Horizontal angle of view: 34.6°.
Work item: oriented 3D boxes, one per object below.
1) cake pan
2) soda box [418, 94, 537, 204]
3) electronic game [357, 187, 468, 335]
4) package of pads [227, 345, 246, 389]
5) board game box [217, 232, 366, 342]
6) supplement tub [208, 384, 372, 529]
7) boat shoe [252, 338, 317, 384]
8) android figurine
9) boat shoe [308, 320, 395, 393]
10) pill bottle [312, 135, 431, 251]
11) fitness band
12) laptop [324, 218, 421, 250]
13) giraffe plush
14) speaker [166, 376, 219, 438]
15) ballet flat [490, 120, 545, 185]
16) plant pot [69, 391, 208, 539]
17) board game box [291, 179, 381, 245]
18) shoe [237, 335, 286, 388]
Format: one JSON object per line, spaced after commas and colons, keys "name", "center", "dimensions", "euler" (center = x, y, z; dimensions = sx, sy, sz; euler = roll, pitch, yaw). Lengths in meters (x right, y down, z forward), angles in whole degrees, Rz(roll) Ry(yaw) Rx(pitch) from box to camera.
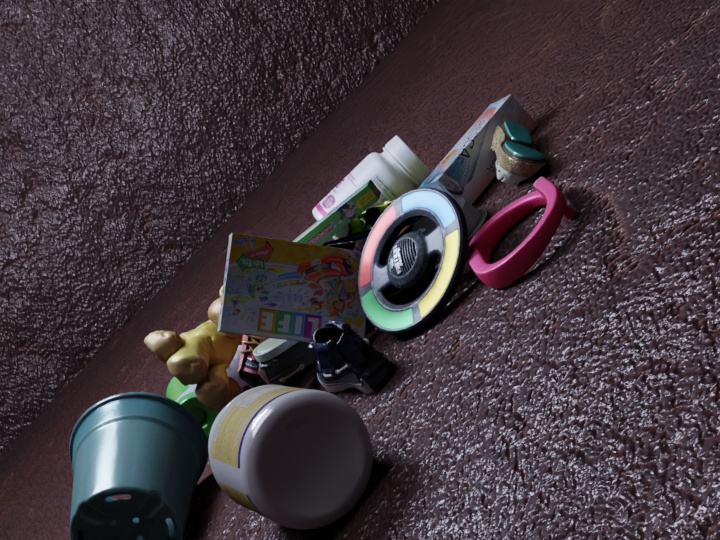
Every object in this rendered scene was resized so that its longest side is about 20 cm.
{"name": "cake pan", "center": [0.089, -0.036, 1.641], "dimensions": [0.200, 0.037, 0.200], "euler": [-37, 11, 8]}
{"name": "soda box", "center": [0.180, -0.174, 1.753], "dimensions": [0.200, 0.068, 0.064], "euler": [-50, 14, -23]}
{"name": "electronic game", "center": [0.066, -0.013, 1.511], "dimensions": [0.200, 0.042, 0.200], "euler": [-25, 56, 43]}
{"name": "package of pads", "center": [-0.155, 0.110, 1.902], "dimensions": [0.200, 0.076, 0.121], "euler": [-37, 14, 31]}
{"name": "board game box", "center": [-0.088, 0.029, 1.583], "dimensions": [0.034, 0.200, 0.135], "euler": [159, 118, -76]}
{"name": "supplement tub", "center": [-0.085, 0.200, 1.275], "dimensions": [0.145, 0.145, 0.200], "euler": [-49, 14, -16]}
{"name": "boat shoe", "center": [-0.056, 0.096, 1.660], "dimensions": [0.201, 0.061, 0.072], "euler": [-28, 15, -17]}
{"name": "android figurine", "center": [0.044, -0.091, 1.824], "dimensions": [0.182, 0.041, 0.200], "euler": [-20, 1, 35]}
{"name": "boat shoe", "center": [-0.030, 0.105, 1.505], "dimensions": [0.075, 0.093, 0.200], "euler": [-50, 14, -19]}
{"name": "pill bottle", "center": [0.023, -0.132, 2.005], "dimensions": [0.200, 0.113, 0.113], "euler": [-44, 13, 5]}
{"name": "fitness band", "center": [0.193, -0.047, 1.414], "dimensions": [0.144, 0.037, 0.200], "euler": [-43, 12, 9]}
{"name": "laptop", "center": [0.000, 0.000, 1.748], "dimensions": [0.177, 0.103, 0.200], "euler": [-10, -59, -74]}
{"name": "giraffe plush", "center": [-0.214, 0.106, 1.785], "dimensions": [0.162, 0.173, 0.200], "euler": [-45, 7, -2]}
{"name": "speaker", "center": [-0.277, 0.222, 1.918], "dimensions": [0.088, 0.088, 0.200], "euler": [-46, 13, -3]}
{"name": "ballet flat", "center": [0.220, -0.157, 1.637], "dimensions": [0.200, 0.070, 0.065], "euler": [-76, 6, -70]}
{"name": "plant pot", "center": [-0.314, 0.303, 1.594], "dimensions": [0.200, 0.200, 0.196], "euler": [-42, 21, 14]}
{"name": "board game box", "center": [-0.057, -0.056, 1.677], "dimensions": [0.200, 0.029, 0.135], "euler": [-38, 6, 7]}
{"name": "shoe", "center": [-0.144, 0.105, 1.691], "dimensions": [0.071, 0.200, 0.091], "euler": [11, 52, 27]}
